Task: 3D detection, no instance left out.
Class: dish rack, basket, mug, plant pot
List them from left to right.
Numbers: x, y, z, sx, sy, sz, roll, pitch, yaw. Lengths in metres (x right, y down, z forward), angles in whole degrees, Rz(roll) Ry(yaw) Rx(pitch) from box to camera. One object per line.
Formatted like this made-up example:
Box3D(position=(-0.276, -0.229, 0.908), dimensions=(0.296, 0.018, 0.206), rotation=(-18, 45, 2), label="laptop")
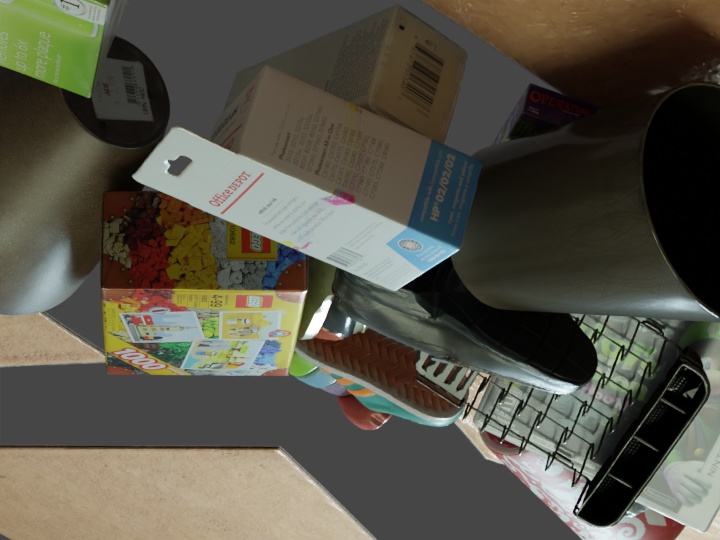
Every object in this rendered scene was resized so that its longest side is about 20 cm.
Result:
Box3D(position=(-0.231, -0.091, 1.420), dimensions=(0.186, 0.188, 0.200), rotation=(28, 142, -26), label="plant pot")
Box3D(position=(0.140, 0.077, 1.385), dimensions=(0.199, 0.055, 0.154), rotation=(32, 115, 1), label="dish rack")
Box3D(position=(0.221, 0.152, 1.748), dimensions=(0.200, 0.178, 0.134), rotation=(40, -174, -36), label="mug")
Box3D(position=(0.163, -0.034, 1.226), dimensions=(0.180, 0.137, 0.199), rotation=(35, 156, -34), label="basket")

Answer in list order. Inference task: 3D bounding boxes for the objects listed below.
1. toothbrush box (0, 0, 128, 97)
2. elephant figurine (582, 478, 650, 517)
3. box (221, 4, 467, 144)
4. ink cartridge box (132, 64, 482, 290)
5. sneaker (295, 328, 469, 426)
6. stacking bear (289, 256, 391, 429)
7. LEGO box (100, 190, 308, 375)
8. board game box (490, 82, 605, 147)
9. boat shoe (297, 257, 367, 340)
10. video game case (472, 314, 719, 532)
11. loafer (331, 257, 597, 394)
Box3D(position=(-0.250, -0.209, 1.237), dimensions=(0.198, 0.087, 0.146), rotation=(21, 158, -6), label="toothbrush box")
Box3D(position=(0.252, 0.093, 1.515), dimensions=(0.142, 0.199, 0.155), rotation=(57, 179, 8), label="elephant figurine")
Box3D(position=(-0.019, -0.111, 1.306), dimensions=(0.068, 0.083, 0.199), rotation=(29, 157, -29), label="box")
Box3D(position=(-0.036, -0.065, 1.227), dimensions=(0.198, 0.068, 0.115), rotation=(23, 158, -15), label="ink cartridge box")
Box3D(position=(-0.003, 0.072, 1.574), dimensions=(0.199, 0.072, 0.080), rotation=(34, 159, 6), label="sneaker")
Box3D(position=(-0.049, 0.033, 1.644), dimensions=(0.199, 0.122, 0.113), rotation=(37, 165, -21), label="stacking bear")
Box3D(position=(-0.119, 0.014, 1.419), dimensions=(0.147, 0.078, 0.200), rotation=(1, 160, -6), label="LEGO box")
Box3D(position=(0.148, -0.063, 1.365), dimensions=(0.119, 0.033, 0.200), rotation=(15, 158, -6), label="board game box")
Box3D(position=(0.000, 0.000, 1.445), dimensions=(0.062, 0.072, 0.200), rotation=(1, 154, -17), label="boat shoe")
Box3D(position=(0.206, 0.081, 1.411), dimensions=(0.198, 0.023, 0.183), rotation=(25, 116, 4), label="video game case")
Box3D(position=(0.072, 0.035, 1.336), dimensions=(0.199, 0.073, 0.073), rotation=(29, 140, 7), label="loafer")
